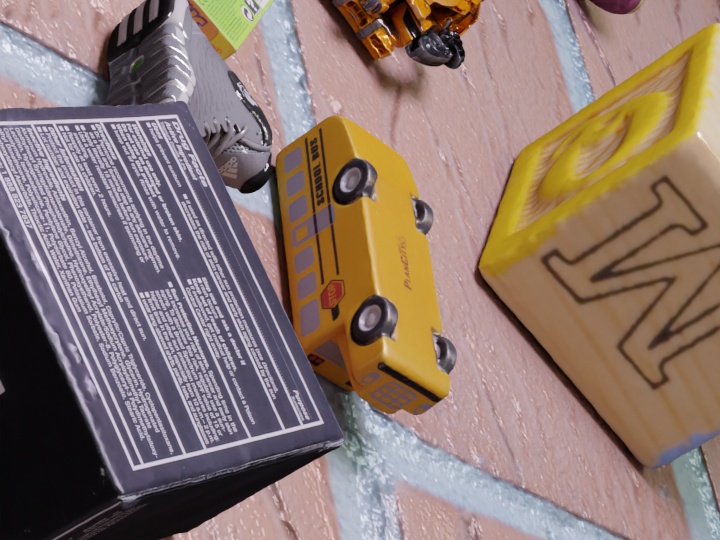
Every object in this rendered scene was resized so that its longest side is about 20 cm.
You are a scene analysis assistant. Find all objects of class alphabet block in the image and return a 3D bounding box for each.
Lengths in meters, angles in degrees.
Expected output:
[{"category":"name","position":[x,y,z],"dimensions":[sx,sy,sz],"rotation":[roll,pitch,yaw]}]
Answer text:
[{"category":"alphabet block","position":[0.228,-0.018,1.780],"dimensions":[0.200,0.196,0.195],"rotation":[48,27,-16]}]

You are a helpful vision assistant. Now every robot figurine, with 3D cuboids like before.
[{"category":"robot figurine","position":[0.032,-0.210,1.810],"dimensions":[0.145,0.058,0.200],"rotation":[54,27,-5]}]

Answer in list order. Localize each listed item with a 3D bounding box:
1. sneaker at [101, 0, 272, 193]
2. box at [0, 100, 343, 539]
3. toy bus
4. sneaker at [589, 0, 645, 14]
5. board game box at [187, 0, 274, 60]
[{"category":"sneaker","position":[-0.094,-0.073,1.451],"dimensions":[0.115,0.075,0.200],"rotation":[45,29,-27]},{"category":"box","position":[-0.139,0.033,1.213],"dimensions":[0.198,0.123,0.200],"rotation":[-8,70,-59]},{"category":"toy bus","position":[0.000,0.000,1.518],"dimensions":[0.065,0.078,0.200],"rotation":[33,36,-39]},{"category":"sneaker","position":[0.164,-0.296,2.108],"dimensions":[0.090,0.075,0.200],"rotation":[-17,69,-53]},{"category":"board game box","position":[-0.135,-0.228,1.591],"dimensions":[0.200,0.030,0.096],"rotation":[52,28,-14]}]
